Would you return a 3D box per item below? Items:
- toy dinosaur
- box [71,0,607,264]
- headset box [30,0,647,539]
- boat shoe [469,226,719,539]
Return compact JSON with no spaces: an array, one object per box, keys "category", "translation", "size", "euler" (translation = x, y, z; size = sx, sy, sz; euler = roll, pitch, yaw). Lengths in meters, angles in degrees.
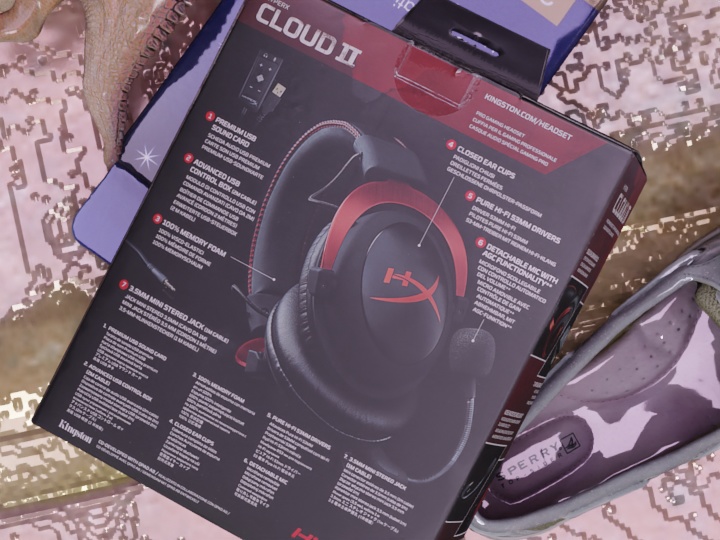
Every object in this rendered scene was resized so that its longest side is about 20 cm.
[{"category":"toy dinosaur","translation":[-0.081,-0.146,0.818],"size":[0.135,0.086,0.201],"euler":[-10,83,5]},{"category":"box","translation":[-0.009,-0.061,0.859],"size":[0.121,0.032,0.200],"euler":[35,90,-3]},{"category":"headset box","translation":[0.000,0.000,0.792],"size":[0.148,0.075,0.200],"euler":[27,91,12]},{"category":"boat shoe","translation":[0.121,0.038,0.848],"size":[0.202,0.065,0.075],"euler":[-30,92,-1]}]
